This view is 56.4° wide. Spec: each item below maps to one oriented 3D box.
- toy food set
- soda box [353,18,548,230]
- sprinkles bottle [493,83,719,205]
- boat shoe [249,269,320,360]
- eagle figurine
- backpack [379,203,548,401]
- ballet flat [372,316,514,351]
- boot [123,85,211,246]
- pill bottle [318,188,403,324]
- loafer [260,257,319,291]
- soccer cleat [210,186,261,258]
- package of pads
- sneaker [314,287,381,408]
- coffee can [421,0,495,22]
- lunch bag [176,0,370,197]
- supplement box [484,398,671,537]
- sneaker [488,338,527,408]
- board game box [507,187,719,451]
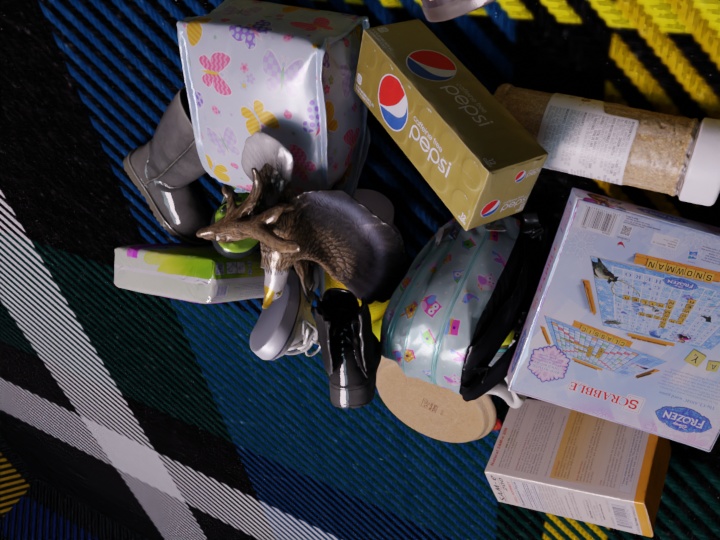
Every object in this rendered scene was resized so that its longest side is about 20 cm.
[{"bbox_3d":[0.110,0.181,0.978,0.196,0.049,0.201,16,138,24],"label":"toy food set"},{"bbox_3d":[0.071,-0.133,0.588,0.201,0.064,0.068,56,152,30],"label":"soda box"},{"bbox_3d":[0.209,-0.111,0.579,0.198,0.068,0.069,17,139,22],"label":"sprinkles bottle"},{"bbox_3d":[-0.076,0.066,0.805,0.086,0.202,0.075,40,100,-14],"label":"boat shoe"},{"bbox_3d":[-0.062,-0.030,0.681,0.151,0.199,0.152,-45,62,22],"label":"eagle figurine"},{"bbox_3d":[0.108,0.034,0.701,0.126,0.200,0.168,16,139,26],"label":"backpack"},{"bbox_3d":[0.089,0.062,0.811,0.198,0.067,0.068,-1,106,-4],"label":"ballet flat"},{"bbox_3d":[-0.220,-0.131,0.900,0.199,0.073,0.182,-23,117,40],"label":"boot"},{"bbox_3d":[0.000,0.000,0.827,0.103,0.105,0.201,22,141,17],"label":"pill bottle"},{"bbox_3d":[-0.094,-0.025,0.901,0.075,0.070,0.201,18,139,22],"label":"loafer"},{"bbox_3d":[-0.142,-0.061,0.808,0.067,0.201,0.082,11,123,-11],"label":"soccer cleat"},{"bbox_3d":[-0.230,0.002,0.970,0.198,0.154,0.069,8,97,32],"label":"package of pads"},{"bbox_3d":[-0.012,0.060,0.664,0.059,0.200,0.105,-7,107,1],"label":"sneaker"},{"bbox_3d":[0.063,-0.293,0.438,0.145,0.147,0.201,-9,124,42],"label":"coffee can"},{"bbox_3d":[-0.083,-0.165,0.704,0.168,0.127,0.202,16,128,21],"label":"lunch bag"},{"bbox_3d":[0.275,0.243,0.854,0.198,0.126,0.074,1,133,37],"label":"supplement box"},{"bbox_3d":[0.131,0.111,0.860,0.198,0.087,0.075,22,142,19],"label":"sneaker"},{"bbox_3d":[0.260,0.047,0.619,0.198,0.041,0.201,17,112,5],"label":"board game box"}]
